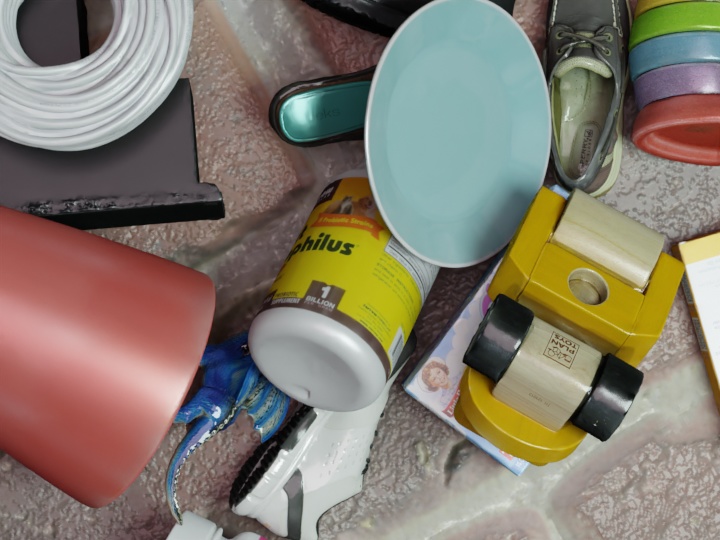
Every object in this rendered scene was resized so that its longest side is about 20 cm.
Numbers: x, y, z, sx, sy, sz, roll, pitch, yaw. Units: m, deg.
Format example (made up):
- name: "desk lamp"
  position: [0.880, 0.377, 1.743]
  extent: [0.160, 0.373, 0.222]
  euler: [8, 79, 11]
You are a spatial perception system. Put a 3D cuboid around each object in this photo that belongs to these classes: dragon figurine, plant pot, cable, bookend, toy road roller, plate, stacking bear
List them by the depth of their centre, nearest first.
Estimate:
- name: "plant pot"
  position: [-0.231, 0.052, 1.207]
  extent: [0.177, 0.200, 0.201]
  euler: [28, 89, -20]
- name: "toy road roller"
  position: [0.141, 0.053, 1.213]
  extent: [0.122, 0.146, 0.201]
  euler: [29, 52, 1]
- name: "cable"
  position: [-0.224, -0.188, 1.216]
  extent: [0.199, 0.069, 0.201]
  euler: [29, 83, 0]
- name: "plate"
  position: [0.069, -0.103, 1.216]
  extent: [0.199, 0.025, 0.202]
  euler: [-7, 100, -43]
- name: "dragon figurine"
  position: [-0.094, 0.095, 1.265]
  extent: [0.099, 0.059, 0.201]
  euler: [-4, 49, 26]
- name: "stacking bear"
  position: [0.266, -0.197, 1.279]
  extent: [0.113, 0.121, 0.202]
  euler: [5, 78, -13]
- name: "bookend"
  position: [-0.214, -0.136, 1.290]
  extent: [0.197, 0.092, 0.202]
  euler: [-6, 84, -4]

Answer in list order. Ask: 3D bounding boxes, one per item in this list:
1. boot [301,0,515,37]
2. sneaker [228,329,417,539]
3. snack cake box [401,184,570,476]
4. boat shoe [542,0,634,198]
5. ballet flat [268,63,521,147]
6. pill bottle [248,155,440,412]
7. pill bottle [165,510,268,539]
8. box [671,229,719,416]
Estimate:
- name: "boot"
  position: [0.056, -0.261, 1.299]
  extent: [0.197, 0.073, 0.164]
  euler: [18, 91, -6]
- name: "sneaker"
  position: [-0.017, 0.127, 1.298]
  extent: [0.080, 0.074, 0.200]
  euler: [38, 93, -14]
- name: "snack cake box"
  position: [0.136, 0.046, 1.291]
  extent: [0.115, 0.067, 0.200]
  euler: [36, 90, 0]
- name: "boat shoe"
  position: [0.179, -0.159, 1.293]
  extent: [0.071, 0.066, 0.202]
  euler: [2, 89, 12]
- name: "ballet flat"
  position: [0.025, -0.138, 1.291]
  extent: [0.198, 0.068, 0.069]
  euler: [-4, 105, -5]
- name: "pill bottle"
  position: [0.000, 0.000, 1.241]
  extent: [0.109, 0.109, 0.201]
  euler: [26, 55, 1]
- name: "pill bottle"
  position: [-0.070, 0.273, 1.265]
  extent: [0.199, 0.113, 0.114]
  euler: [28, 89, 1]
- name: "box"
  position: [0.332, 0.059, 1.302]
  extent: [0.118, 0.041, 0.201]
  euler: [-15, 90, 0]
